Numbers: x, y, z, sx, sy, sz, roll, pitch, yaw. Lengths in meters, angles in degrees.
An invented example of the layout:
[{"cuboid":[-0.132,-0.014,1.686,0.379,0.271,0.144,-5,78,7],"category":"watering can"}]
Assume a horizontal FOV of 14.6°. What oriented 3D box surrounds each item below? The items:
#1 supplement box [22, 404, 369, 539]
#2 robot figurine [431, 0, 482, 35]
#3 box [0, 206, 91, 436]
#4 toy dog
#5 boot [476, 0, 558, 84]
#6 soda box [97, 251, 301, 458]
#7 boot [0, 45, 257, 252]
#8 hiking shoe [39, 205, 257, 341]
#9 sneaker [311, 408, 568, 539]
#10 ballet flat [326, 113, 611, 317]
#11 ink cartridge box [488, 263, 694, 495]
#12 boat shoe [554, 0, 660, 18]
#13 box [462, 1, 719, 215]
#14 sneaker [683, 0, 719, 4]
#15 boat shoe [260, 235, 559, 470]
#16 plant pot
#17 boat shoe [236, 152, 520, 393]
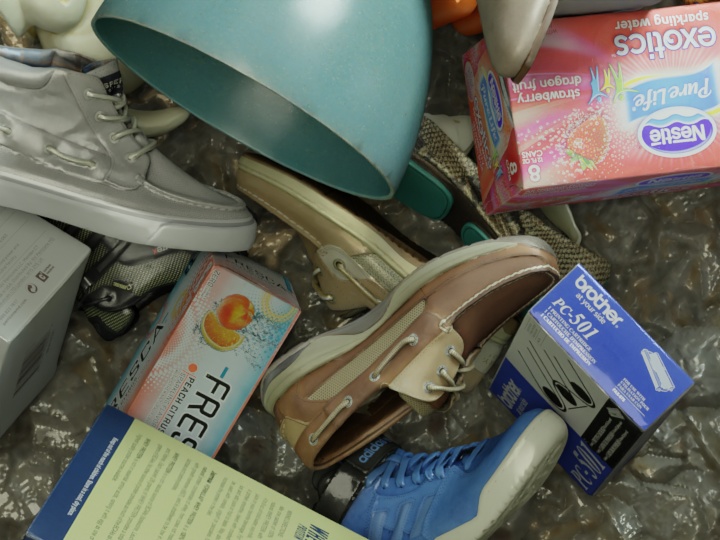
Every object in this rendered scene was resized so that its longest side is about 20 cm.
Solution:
[{"cuboid":[-0.102,0.207,1.568,0.199,0.200,0.135,27,110,-1],"category":"supplement box"},{"cuboid":[0.054,-0.247,1.700,0.143,0.117,0.202,-5,83,5],"category":"robot figurine"},{"cuboid":[-0.280,0.003,1.699,0.199,0.125,0.098,31,46,7],"category":"box"},{"cuboid":[-0.128,-0.202,1.709,0.200,0.140,0.194,-36,83,0],"category":"toy dog"},{"cuboid":[0.048,-0.210,1.575,0.146,0.070,0.201,27,46,-15],"category":"boot"},{"cuboid":[-0.114,0.084,1.690,0.063,0.068,0.201,29,101,-15],"category":"soda box"},{"cuboid":[-0.150,-0.076,1.651,0.199,0.074,0.096,13,102,-7],"category":"boot"},{"cuboid":[-0.167,-0.010,1.726,0.198,0.076,0.101,7,83,6],"category":"hiking shoe"},{"cuboid":[0.032,0.126,1.663,0.111,0.077,0.200,45,128,10],"category":"sneaker"},{"cuboid":[0.072,-0.047,1.716,0.200,0.068,0.075,41,69,2],"category":"ballet flat"},{"cuboid":[0.131,0.067,1.622,0.044,0.200,0.094,-42,82,-12],"category":"ink cartridge box"},{"cuboid":[0.137,-0.183,1.642,0.070,0.200,0.064,-7,94,2],"category":"boat shoe"},{"cuboid":[0.170,-0.098,1.660,0.199,0.095,0.103,-6,85,-13],"category":"box"},{"cuboid":[0.272,-0.236,1.698,0.199,0.075,0.089,-22,83,3],"category":"sneaker"},{"cuboid":[0.036,0.051,1.638,0.199,0.076,0.072,-33,61,18],"category":"boat shoe"},{"cuboid":[-0.037,-0.149,1.612,0.199,0.200,0.135,28,81,8],"category":"plant pot"},{"cuboid":[0.000,0.000,1.711,0.199,0.072,0.065,34,99,2],"category":"boat shoe"}]
